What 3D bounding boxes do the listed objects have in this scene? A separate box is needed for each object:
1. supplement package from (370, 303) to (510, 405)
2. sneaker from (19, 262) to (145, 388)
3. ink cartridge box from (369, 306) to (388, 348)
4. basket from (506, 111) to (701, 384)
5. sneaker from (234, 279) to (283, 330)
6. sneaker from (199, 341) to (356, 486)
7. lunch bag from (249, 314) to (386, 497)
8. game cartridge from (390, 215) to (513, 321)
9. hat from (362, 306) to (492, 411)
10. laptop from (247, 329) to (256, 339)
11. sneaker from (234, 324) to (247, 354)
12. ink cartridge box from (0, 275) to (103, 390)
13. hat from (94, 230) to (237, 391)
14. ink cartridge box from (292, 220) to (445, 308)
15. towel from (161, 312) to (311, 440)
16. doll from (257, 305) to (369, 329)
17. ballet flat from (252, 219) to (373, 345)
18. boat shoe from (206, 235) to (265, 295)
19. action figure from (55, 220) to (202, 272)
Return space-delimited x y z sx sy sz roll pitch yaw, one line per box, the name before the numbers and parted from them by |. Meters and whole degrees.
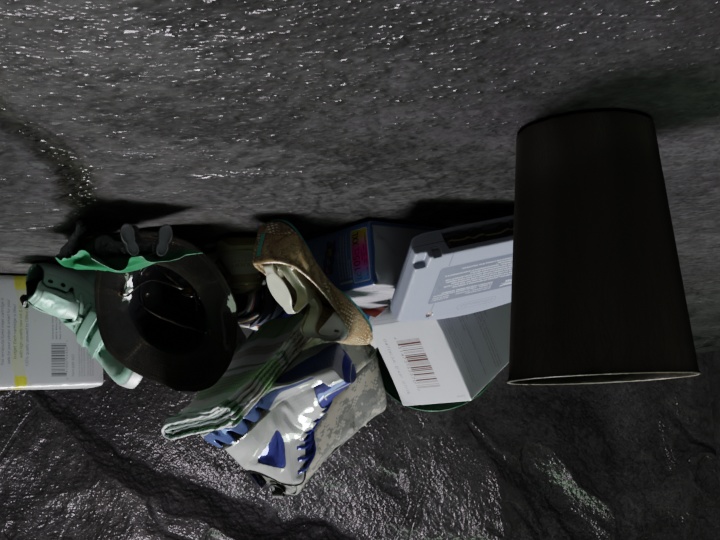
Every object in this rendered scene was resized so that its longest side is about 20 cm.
supplement package | 0.125 0.064 1.356 0.117 0.118 0.200 -12 -162 45
sneaker | -0.338 0.066 1.314 0.118 0.201 0.074 14 117 -47
ink cartridge box | -0.041 0.097 1.611 0.199 0.085 0.146 -35 167 9
basket | 0.187 -0.014 0.873 0.179 0.203 0.135 7 168 -44
sneaker | -0.145 0.042 1.485 0.199 0.079 0.079 7 177 -42
sneaker | -0.073 0.171 1.230 0.198 0.116 0.081 -32 -164 22
lunch bag | -0.068 0.164 1.373 0.200 0.169 0.139 -39 -157 -31
game cartridge | 0.131 -0.003 1.196 0.198 0.041 0.134 -11 143 -21
hat | 0.088 0.072 1.430 0.199 0.166 0.177 -31 143 -20
laptop | -0.090 0.092 1.748 0.103 0.201 0.177 37 174 7
sneaker | -0.185 0.073 1.366 0.080 0.077 0.201 18 150 45
ink cartridge box | -0.447 0.083 1.440 0.198 0.147 0.083 3 171 -31
hat | -0.209 0.033 1.244 0.198 0.203 0.081 -7 -157 23
ink cartridge box | 0.000 0.000 1.295 0.135 0.077 0.199 5 166 -39
towel | -0.133 0.112 1.260 0.148 0.031 0.200 -19 -157 47
doll | -0.037 0.053 1.481 0.199 0.137 0.049 -34 -145 -4
ballet flat | -0.057 0.033 1.196 0.070 0.066 0.200 -10 132 41
boat shoe | -0.147 0.006 1.318 0.072 0.064 0.201 -1 171 -14
action figure | -0.262 -0.022 1.132 0.117 0.055 0.199 2 177 -37
